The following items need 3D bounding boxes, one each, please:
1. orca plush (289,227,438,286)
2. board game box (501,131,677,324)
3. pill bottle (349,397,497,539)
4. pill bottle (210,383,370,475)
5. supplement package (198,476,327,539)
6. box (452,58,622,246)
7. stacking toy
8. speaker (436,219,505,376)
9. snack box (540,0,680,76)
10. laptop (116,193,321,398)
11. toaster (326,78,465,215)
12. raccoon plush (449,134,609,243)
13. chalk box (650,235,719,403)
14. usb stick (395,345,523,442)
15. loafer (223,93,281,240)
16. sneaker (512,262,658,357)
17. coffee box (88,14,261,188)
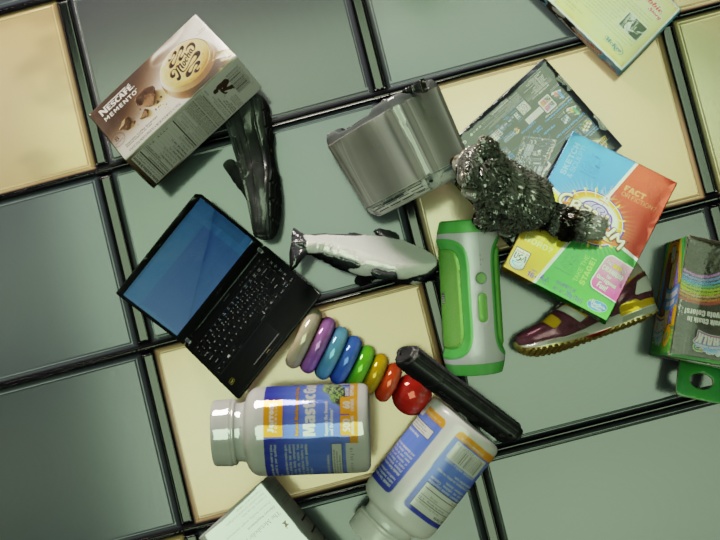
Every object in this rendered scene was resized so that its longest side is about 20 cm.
[{"bbox_3d":[0.000,0.000,1.706,0.198,0.106,0.072,-1,128,-20],"label":"orca plush"},{"bbox_3d":[0.294,-0.055,1.651,0.152,0.040,0.201,27,85,9],"label":"board game box"},{"bbox_3d":[0.077,0.276,1.669,0.112,0.112,0.200,39,90,4],"label":"pill bottle"},{"bbox_3d":[-0.087,0.203,1.632,0.198,0.112,0.113,-2,87,0],"label":"pill bottle"},{"bbox_3d":[-0.098,0.381,1.673,0.114,0.110,0.200,-42,86,1],"label":"supplement package"},{"bbox_3d":[0.223,-0.158,1.715,0.200,0.046,0.159,-42,86,0],"label":"box"},{"bbox_3d":[0.005,0.129,1.700,0.199,0.085,0.086,26,89,-1],"label":"stacking toy"},{"bbox_3d":[0.145,0.034,1.684,0.088,0.088,0.202,-4,92,3],"label":"speaker"},{"bbox_3d":[0.318,-0.374,1.726,0.200,0.037,0.116,45,90,4],"label":"snack box"},{"bbox_3d":[-0.187,0.032,1.694,0.200,0.103,0.178,39,91,35],"label":"laptop"},{"bbox_3d":[0.056,-0.158,1.661,0.113,0.199,0.130,-30,93,-41],"label":"toaster"},{"bbox_3d":[0.207,-0.106,1.578,0.198,0.134,0.098,5,72,14],"label":"raccoon plush"},{"bbox_3d":[0.451,0.067,1.656,0.124,0.124,0.202,11,89,3],"label":"chalk box"},{"bbox_3d":[0.128,0.161,1.670,0.200,0.055,0.033,38,66,-18],"label":"usb stick"},{"bbox_3d":[-0.149,-0.138,1.726,0.070,0.068,0.202,-9,82,10],"label":"loafer"},{"bbox_3d":[0.288,0.049,1.695,0.198,0.075,0.091,-17,78,-4],"label":"sneaker"},{"bbox_3d":[-0.247,-0.225,1.706,0.200,0.080,0.113,-42,55,0],"label":"coffee box"}]
